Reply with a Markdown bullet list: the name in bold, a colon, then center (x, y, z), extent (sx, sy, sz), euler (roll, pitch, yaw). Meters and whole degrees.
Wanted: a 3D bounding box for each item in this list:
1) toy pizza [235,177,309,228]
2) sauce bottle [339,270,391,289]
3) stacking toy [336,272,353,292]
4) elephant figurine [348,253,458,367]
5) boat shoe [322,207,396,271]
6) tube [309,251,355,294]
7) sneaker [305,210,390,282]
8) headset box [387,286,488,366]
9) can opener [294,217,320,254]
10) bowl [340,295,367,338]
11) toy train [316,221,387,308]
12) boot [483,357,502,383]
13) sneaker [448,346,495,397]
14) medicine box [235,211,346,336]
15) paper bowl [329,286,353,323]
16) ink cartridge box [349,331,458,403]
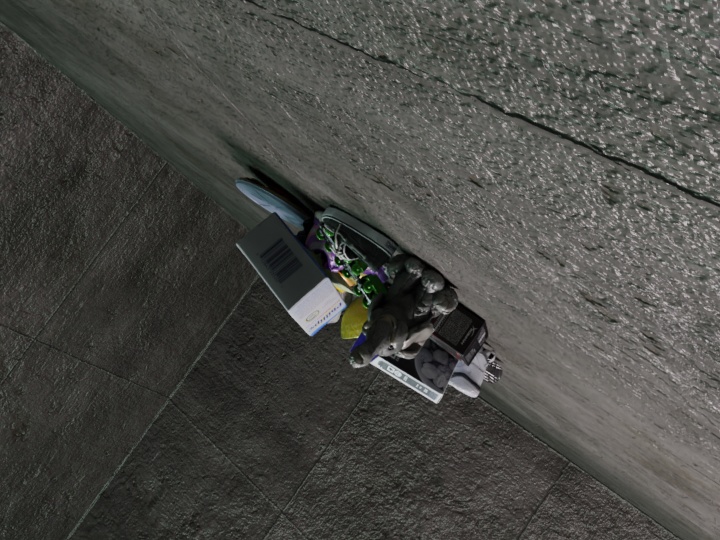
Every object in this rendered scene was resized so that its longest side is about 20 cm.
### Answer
- **toy pizza**: center (-0.183, -0.153, 1.730), extent (0.199, 0.032, 0.200), euler (29, 173, 4)
- **sauce bottle**: center (0.000, 0.000, 1.727), extent (0.200, 0.065, 0.065), euler (39, 174, -32)
- **stacking toy**: center (-0.077, 0.037, 1.801), extent (0.109, 0.201, 0.116), euler (38, 174, -22)
- **elephant figurine**: center (0.056, 0.083, 1.305), extent (0.155, 0.201, 0.141), euler (39, 174, -35)
- **boat shoe**: center (-0.017, -0.049, 1.357), extent (0.199, 0.068, 0.074), euler (32, 173, 46)
- **tube**: center (-0.089, -0.006, 1.721), extent (0.057, 0.053, 0.200), euler (-14, -148, -32)
- **sneaker**: center (-0.031, -0.028, 1.543), extent (0.199, 0.089, 0.080), euler (38, 173, -21)
- **headset box**: center (0.137, 0.085, 1.483), extent (0.199, 0.078, 0.149), euler (34, 175, 17)
- **can opener**: center (-0.101, -0.073, 1.684), extent (0.200, 0.063, 0.080), euler (-2, 102, 67)
- **bowl**: center (0.039, 0.096, 1.954), extent (0.200, 0.197, 0.109), euler (176, 83, -82)
- **toy train**: center (-0.013, -0.016, 1.483), extent (0.041, 0.056, 0.201), euler (-17, 112, 47)
- **boot**: center (0.233, 0.186, 1.830), extent (0.200, 0.070, 0.132), euler (43, -179, -8)
- **sneaker**: center (0.190, 0.174, 1.691), extent (0.199, 0.116, 0.075), euler (31, 174, 17)
- **medicine box**: center (-0.134, 0.011, 1.575), extent (0.183, 0.103, 0.200), euler (50, 176, 20)
- **paper bowl**: center (-0.085, 0.033, 2.000), extent (0.103, 0.204, 0.200), euler (-4, -169, -21)
- **ink cartridge box**: center (0.106, 0.139, 1.569), extent (0.198, 0.199, 0.044), euler (29, 134, 6)
